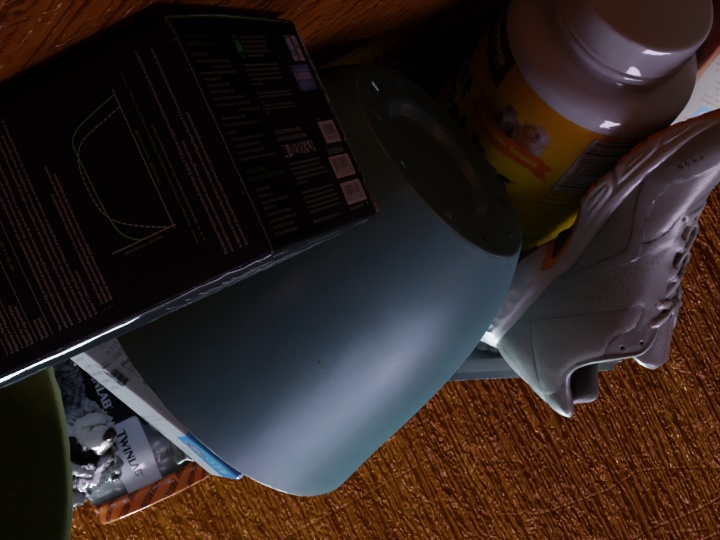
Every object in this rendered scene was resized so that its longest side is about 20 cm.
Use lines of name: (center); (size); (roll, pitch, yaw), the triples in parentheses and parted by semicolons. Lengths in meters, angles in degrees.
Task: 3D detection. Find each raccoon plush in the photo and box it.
raccoon plush: (-0.254, 0.104, 1.561); (0.097, 0.134, 0.200); (-30, -158, -29)

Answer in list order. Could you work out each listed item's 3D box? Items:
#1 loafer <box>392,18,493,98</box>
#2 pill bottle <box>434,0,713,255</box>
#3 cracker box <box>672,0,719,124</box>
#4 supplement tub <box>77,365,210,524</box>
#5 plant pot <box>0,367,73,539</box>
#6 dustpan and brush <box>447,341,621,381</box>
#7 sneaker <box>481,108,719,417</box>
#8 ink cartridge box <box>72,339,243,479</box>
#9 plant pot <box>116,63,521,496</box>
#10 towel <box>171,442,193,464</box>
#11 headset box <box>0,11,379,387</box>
loafer: (0.113, -0.133, 1.264); (0.200, 0.063, 0.072); (-25, 178, -19)
pill bottle: (0.108, -0.094, 1.118); (0.109, 0.109, 0.200); (-24, 164, -34)
cracker box: (0.193, -0.109, 1.193); (0.200, 0.058, 0.134); (123, -12, -52)
supplement tub: (-0.201, 0.090, 1.626); (0.122, 0.200, 0.123); (-25, 179, 0)
plant pot: (-0.272, 0.093, 1.046); (0.190, 0.201, 0.200); (-11, -177, 13)
dustpan and brush: (0.074, -0.007, 1.232); (0.139, 0.057, 0.200); (-3, -155, -2)
sneaker: (0.150, -0.003, 1.093); (0.200, 0.092, 0.076); (-47, 164, 32)
ink cartridge box: (-0.133, 0.031, 1.176); (0.067, 0.200, 0.116); (-51, -173, -10)
plant pot: (-0.015, -0.011, 1.071); (0.161, 0.201, 0.201); (-39, 174, 22)
towel: (-0.113, 0.039, 1.618); (0.034, 0.193, 0.200); (-7, -174, 17)
headset box: (-0.115, -0.015, 0.799); (0.200, 0.093, 0.174); (-25, 180, 15)
